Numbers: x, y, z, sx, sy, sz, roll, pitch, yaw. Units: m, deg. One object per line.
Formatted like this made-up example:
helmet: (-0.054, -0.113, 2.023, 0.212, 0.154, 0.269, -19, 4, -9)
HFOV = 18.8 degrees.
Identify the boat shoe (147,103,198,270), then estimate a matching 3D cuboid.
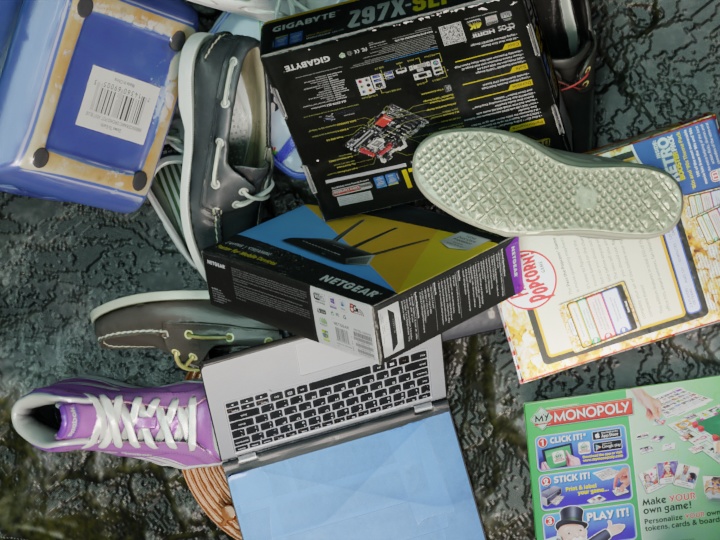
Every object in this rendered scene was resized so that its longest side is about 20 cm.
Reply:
boat shoe: (-0.146, -0.089, 1.743, 0.073, 0.067, 0.201, -32, 82, 12)

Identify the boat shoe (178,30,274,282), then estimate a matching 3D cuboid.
boat shoe: (-0.098, -0.082, 1.667, 0.060, 0.076, 0.201, 6, 112, 32)

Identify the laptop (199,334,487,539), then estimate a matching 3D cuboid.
laptop: (-0.008, 0.145, 1.654, 0.186, 0.201, 0.116, -16, 51, -7)

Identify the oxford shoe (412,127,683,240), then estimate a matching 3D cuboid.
oxford shoe: (0.135, -0.059, 1.584, 0.199, 0.058, 0.076, 8, 92, -1)

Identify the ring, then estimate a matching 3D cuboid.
ring: (-0.057, 0.129, 1.743, 0.199, 0.019, 0.202, 0, 89, 14)

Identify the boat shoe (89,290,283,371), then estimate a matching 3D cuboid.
boat shoe: (-0.117, 0.048, 1.713, 0.200, 0.072, 0.061, -6, 77, 11)

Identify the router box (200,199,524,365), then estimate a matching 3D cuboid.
router box: (0.000, 0.000, 1.617, 0.199, 0.149, 0.051, 17, 123, 46)

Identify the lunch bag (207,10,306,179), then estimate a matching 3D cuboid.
lunch bag: (-0.023, -0.178, 1.710, 0.160, 0.076, 0.200, 44, 101, 9)

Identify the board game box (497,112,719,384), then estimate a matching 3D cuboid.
board game box: (0.192, -0.017, 1.639, 0.199, 0.046, 0.152, -17, 95, 5)

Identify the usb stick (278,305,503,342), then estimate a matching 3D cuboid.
usb stick: (0.035, 0.035, 1.675, 0.199, 0.033, 0.056, -13, 93, -10)

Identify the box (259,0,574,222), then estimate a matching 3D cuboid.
box: (0.043, -0.130, 1.595, 0.199, 0.050, 0.160, -13, 129, 12)

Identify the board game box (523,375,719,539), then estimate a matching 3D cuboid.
board game box: (0.228, 0.153, 1.643, 0.199, 0.029, 0.135, -9, 68, 15)

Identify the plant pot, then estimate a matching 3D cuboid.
plant pot: (-0.249, -0.153, 1.678, 0.179, 0.200, 0.201, 19, 93, 37)

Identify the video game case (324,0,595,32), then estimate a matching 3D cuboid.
video game case: (0.066, -0.172, 1.650, 0.199, 0.018, 0.144, 30, 98, -27)

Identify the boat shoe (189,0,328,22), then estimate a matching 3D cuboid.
boat shoe: (-0.065, -0.222, 1.633, 0.201, 0.086, 0.075, 13, 97, 7)

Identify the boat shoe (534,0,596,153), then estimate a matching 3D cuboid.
boat shoe: (0.141, -0.159, 1.636, 0.073, 0.063, 0.203, -19, 114, -16)

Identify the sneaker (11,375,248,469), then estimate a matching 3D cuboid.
sneaker: (-0.181, 0.124, 1.713, 0.199, 0.114, 0.073, 0, 91, 23)
